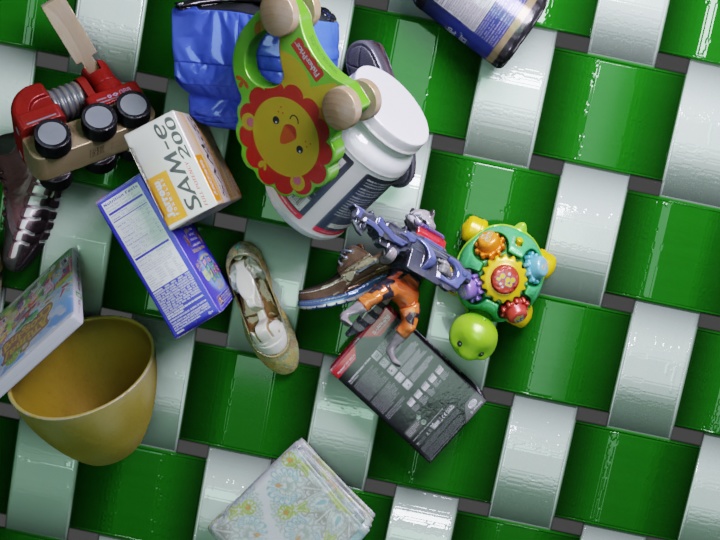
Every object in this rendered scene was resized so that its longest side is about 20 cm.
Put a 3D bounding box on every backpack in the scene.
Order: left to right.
[{"bbox_3d":[-0.123,-0.268,1.120,0.195,0.163,0.172,3,110,10],"label":"backpack"}]

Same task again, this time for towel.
[{"bbox_3d":[-0.099,0.371,1.264,0.200,0.048,0.171,-44,91,6],"label":"towel"}]

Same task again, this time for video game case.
[{"bbox_3d":[-0.455,0.080,1.172,0.199,0.183,0.022,-41,124,6],"label":"video game case"}]

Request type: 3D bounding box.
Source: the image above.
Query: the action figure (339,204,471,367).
[{"bbox_3d":[0.035,-0.004,1.127,0.199,0.104,0.196,36,76,-22],"label":"action figure"}]

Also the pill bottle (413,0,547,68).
[{"bbox_3d":[0.138,-0.369,1.130,0.198,0.112,0.113,36,97,-3],"label":"pill bottle"}]

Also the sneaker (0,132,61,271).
[{"bbox_3d":[-0.483,-0.109,1.203,0.113,0.076,0.204,20,87,4],"label":"sneaker"}]

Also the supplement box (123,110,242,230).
[{"bbox_3d":[-0.223,-0.132,1.123,0.072,0.200,0.128,-25,97,4],"label":"supplement box"}]

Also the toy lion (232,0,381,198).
[{"bbox_3d":[-0.084,-0.196,1.016,0.190,0.068,0.202,-33,92,36],"label":"toy lion"}]

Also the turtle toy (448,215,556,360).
[{"bbox_3d":[0.182,0.028,1.184,0.143,0.101,0.203,24,97,-2],"label":"turtle toy"}]

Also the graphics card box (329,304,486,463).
[{"bbox_3d":[0.068,0.159,1.230,0.199,0.051,0.126,42,96,-3],"label":"graphics card box"}]

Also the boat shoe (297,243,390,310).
[{"bbox_3d":[0.000,0.000,1.207,0.196,0.072,0.074,-18,92,-7],"label":"boat shoe"}]

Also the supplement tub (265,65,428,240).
[{"bbox_3d":[-0.020,-0.148,1.115,0.141,0.141,0.200,46,124,-4],"label":"supplement tub"}]

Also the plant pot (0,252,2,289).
[{"bbox_3d":[-0.592,0.024,1.158,0.179,0.200,0.205,15,98,-9],"label":"plant pot"}]

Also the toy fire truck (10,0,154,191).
[{"bbox_3d":[-0.389,-0.240,1.145,0.174,0.129,0.202,-27,71,-27],"label":"toy fire truck"}]

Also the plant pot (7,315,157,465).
[{"bbox_3d":[-0.364,0.182,1.187,0.195,0.202,0.144,-6,125,2],"label":"plant pot"}]

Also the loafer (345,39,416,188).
[{"bbox_3d":[0.040,-0.217,1.178,0.071,0.063,0.204,-12,101,35],"label":"loafer"}]

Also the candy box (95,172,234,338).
[{"bbox_3d":[-0.255,-0.025,1.153,0.076,0.169,0.203,-29,96,1],"label":"candy box"}]

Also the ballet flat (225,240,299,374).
[{"bbox_3d":[-0.141,0.058,1.214,0.069,0.071,0.204,-18,97,4],"label":"ballet flat"}]
